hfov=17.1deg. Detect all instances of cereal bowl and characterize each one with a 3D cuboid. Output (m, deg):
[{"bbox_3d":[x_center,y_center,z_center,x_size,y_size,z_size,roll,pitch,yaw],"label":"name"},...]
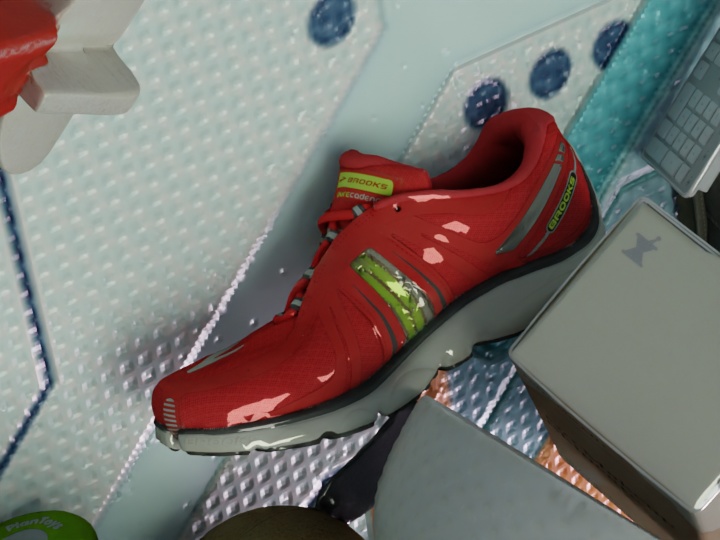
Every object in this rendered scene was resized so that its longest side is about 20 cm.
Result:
[{"bbox_3d":[0.085,0.128,0.837,0.200,0.200,0.083,34,88,-44],"label":"cereal bowl"}]

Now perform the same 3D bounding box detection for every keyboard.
[{"bbox_3d":[0.171,-0.120,0.929,0.011,0.056,0.200,26,102,-26],"label":"keyboard"}]

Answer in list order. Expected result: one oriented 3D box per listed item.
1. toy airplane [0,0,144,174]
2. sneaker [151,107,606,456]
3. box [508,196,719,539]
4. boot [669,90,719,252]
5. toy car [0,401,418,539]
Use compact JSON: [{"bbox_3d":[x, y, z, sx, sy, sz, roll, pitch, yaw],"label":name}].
[{"bbox_3d":[-0.149,-0.075,0.678,0.200,0.141,0.199,-49,173,-15],"label":"toy airplane"},{"bbox_3d":[0.000,0.000,0.878,0.200,0.077,0.085,-30,112,-26],"label":"sneaker"},{"bbox_3d":[0.124,0.052,0.919,0.078,0.095,0.200,-48,161,-4],"label":"box"},{"bbox_3d":[0.208,0.023,0.948,0.073,0.200,0.182,-39,133,-14],"label":"boot"},{"bbox_3d":[-0.024,0.143,0.890,0.200,0.158,0.165,-33,120,-35],"label":"toy car"}]
